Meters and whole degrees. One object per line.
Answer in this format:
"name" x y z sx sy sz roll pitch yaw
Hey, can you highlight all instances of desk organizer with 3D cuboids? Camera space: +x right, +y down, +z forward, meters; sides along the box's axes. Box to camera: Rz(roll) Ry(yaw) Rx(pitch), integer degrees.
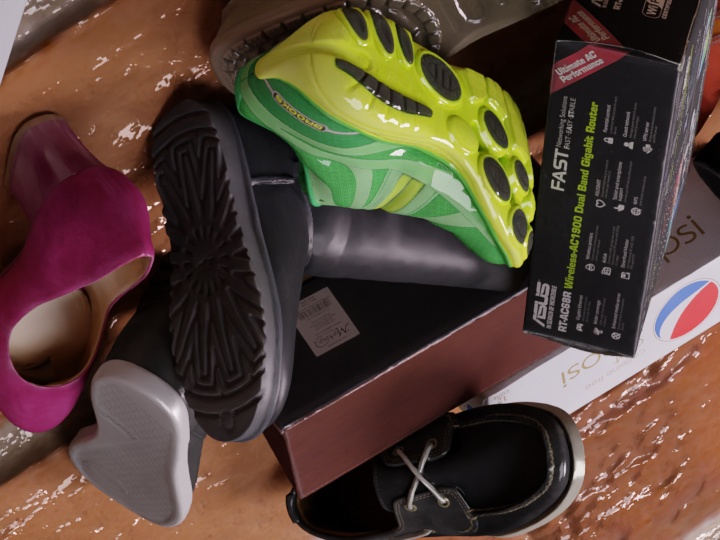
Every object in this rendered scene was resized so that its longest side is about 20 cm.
"desk organizer" 0.029 0.031 1.572 0.200 0.072 0.077 -30 147 -13

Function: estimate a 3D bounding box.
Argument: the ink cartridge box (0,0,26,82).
"ink cartridge box" -0.243 -0.070 1.231 0.200 0.043 0.197 -10 137 -37

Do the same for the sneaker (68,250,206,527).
"sneaker" -0.092 0.059 1.492 0.099 0.071 0.200 -57 174 -24

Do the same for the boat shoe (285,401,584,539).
"boat shoe" 0.041 0.114 1.596 0.068 0.072 0.200 -7 176 -42

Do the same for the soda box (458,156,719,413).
"soda box" 0.137 0.017 1.656 0.200 0.068 0.064 -30 145 -13

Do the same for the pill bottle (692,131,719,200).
"pill bottle" 0.276 -0.101 1.592 0.200 0.112 0.112 -46 146 -1

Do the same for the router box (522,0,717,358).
"router box" 0.132 -0.080 1.466 0.150 0.062 0.200 -67 167 -44

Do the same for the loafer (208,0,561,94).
"loafer" 0.022 -0.136 1.379 0.200 0.068 0.076 -21 138 3

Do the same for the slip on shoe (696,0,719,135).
"slip on shoe" 0.193 -0.132 1.543 0.074 0.061 0.200 -7 138 -40

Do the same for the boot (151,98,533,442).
"boot" 0.000 -0.001 1.443 0.200 0.165 0.066 2 169 -45

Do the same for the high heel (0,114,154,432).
"high heel" -0.132 0.026 1.393 0.067 0.096 0.200 -15 139 -31

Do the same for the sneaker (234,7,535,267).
"sneaker" 0.016 -0.060 1.367 0.083 0.074 0.200 -12 149 32
